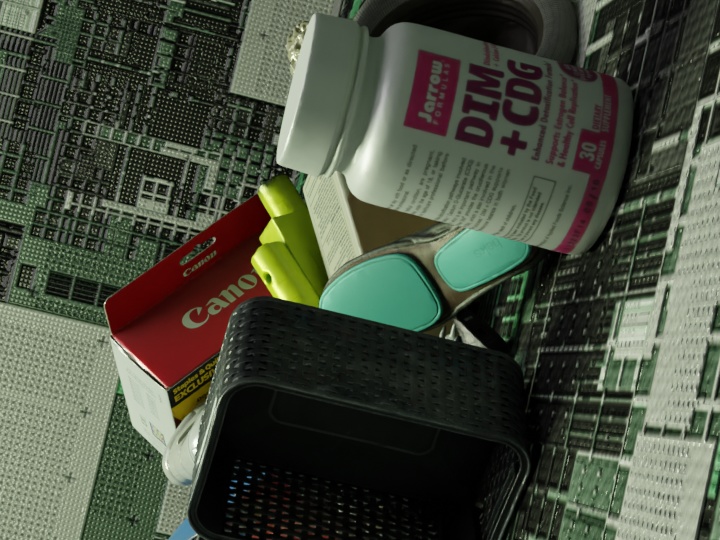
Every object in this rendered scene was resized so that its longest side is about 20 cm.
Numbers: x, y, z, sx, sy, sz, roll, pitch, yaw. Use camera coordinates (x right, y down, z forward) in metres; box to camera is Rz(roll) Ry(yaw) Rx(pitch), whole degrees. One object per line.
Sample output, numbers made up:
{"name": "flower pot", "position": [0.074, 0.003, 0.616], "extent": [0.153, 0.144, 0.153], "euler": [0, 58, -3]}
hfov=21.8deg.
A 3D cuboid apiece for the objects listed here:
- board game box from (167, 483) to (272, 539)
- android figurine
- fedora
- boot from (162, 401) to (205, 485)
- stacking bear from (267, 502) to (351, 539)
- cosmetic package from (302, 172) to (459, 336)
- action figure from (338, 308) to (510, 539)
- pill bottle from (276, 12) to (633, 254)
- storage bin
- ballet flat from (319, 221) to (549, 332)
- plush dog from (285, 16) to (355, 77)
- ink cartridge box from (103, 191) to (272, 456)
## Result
{"name": "board game box", "position": [-0.067, 0.164, 1.443], "extent": [0.200, 0.039, 0.158], "euler": [-42, 3, -17]}
{"name": "android figurine", "position": [0.000, 0.000, 1.532], "extent": [0.200, 0.181, 0.041], "euler": [59, 140, 21]}
{"name": "fedora", "position": [0.077, -0.139, 1.375], "extent": [0.200, 0.176, 0.091], "euler": [-97, -8, -51]}
{"name": "boot", "position": [-0.086, 0.096, 1.524], "extent": [0.200, 0.074, 0.095], "euler": [-44, 10, -33]}
{"name": "stacking bear", "position": [-0.008, 0.156, 1.553], "extent": [0.121, 0.114, 0.201], "euler": [-17, 42, 47]}
{"name": "cosmetic package", "position": [0.022, 0.001, 1.437], "extent": [0.105, 0.071, 0.201], "euler": [123, 133, -66]}
{"name": "action figure", "position": [0.040, 0.126, 1.333], "extent": [0.200, 0.069, 0.130], "euler": [-61, -10, 32]}
{"name": "pill bottle", "position": [0.056, -0.086, 1.141], "extent": [0.113, 0.199, 0.114], "euler": [-167, 90, -82]}
{"name": "storage bin", "position": [-0.001, 0.113, 1.204], "extent": [0.094, 0.199, 0.136], "euler": [-89, 15, -56]}
{"name": "ballet flat", "position": [0.061, -0.003, 1.275], "extent": [0.199, 0.068, 0.068], "euler": [-22, 9, 39]}
{"name": "plush dog", "position": [0.050, -0.227, 1.695], "extent": [0.160, 0.199, 0.173], "euler": [5, 87, 45]}
{"name": "ink cartridge box", "position": [-0.107, 0.048, 1.587], "extent": [0.200, 0.084, 0.176], "euler": [-37, -33, -23]}
